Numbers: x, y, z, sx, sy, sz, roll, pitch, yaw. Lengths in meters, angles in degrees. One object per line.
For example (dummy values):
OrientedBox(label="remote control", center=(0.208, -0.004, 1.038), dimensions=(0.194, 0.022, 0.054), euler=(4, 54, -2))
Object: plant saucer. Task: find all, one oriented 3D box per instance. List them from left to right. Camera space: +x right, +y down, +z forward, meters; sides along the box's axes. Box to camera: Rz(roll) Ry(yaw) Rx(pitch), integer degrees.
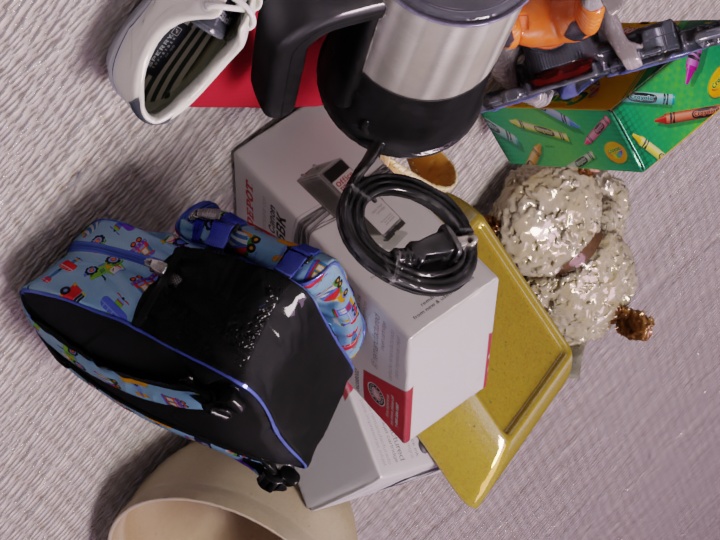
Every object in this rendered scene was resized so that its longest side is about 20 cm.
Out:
OrientedBox(label="plant saucer", center=(0.088, 0.051, 1.783), dimensions=(0.048, 0.201, 0.200), euler=(-25, -165, 38))

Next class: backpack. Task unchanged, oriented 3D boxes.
OrientedBox(label="backpack", center=(-0.115, 0.034, 1.498), dimensions=(0.135, 0.199, 0.183), euler=(-62, 157, -16))

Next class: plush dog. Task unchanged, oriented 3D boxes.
OrientedBox(label="plush dog", center=(0.168, -0.021, 1.956), dimensions=(0.200, 0.160, 0.172), euler=(-44, 133, -8))

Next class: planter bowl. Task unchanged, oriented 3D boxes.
OrientedBox(label="planter bowl", center=(-0.085, 0.203, 1.817), dimensions=(0.201, 0.199, 0.135), euler=(104, 9, -47))

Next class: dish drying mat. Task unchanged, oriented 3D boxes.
OrientedBox(label="dish drying mat", center=(-0.071, -0.142, 1.498), dimensions=(0.199, 0.018, 0.077), euler=(-5, 131, -56))

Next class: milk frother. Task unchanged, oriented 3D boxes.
OrientedBox(label="milk frother", center=(0.044, -0.114, 1.427), dimensions=(0.180, 0.200, 0.188), euler=(-34, 167, -20))

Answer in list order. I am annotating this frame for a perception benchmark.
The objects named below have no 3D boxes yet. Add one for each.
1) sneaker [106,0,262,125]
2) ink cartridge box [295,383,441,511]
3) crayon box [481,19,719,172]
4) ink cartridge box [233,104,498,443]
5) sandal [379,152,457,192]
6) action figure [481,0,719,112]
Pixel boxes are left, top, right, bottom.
OrientedBox(label="sneaker", center=(-0.078, -0.171, 1.353), dimensions=(0.073, 0.071, 0.201), euler=(20, 113, -34))
OrientedBox(label="ink cartridge box", center=(0.022, 0.093, 1.792), dimensions=(0.083, 0.146, 0.199), euler=(-28, 169, 36))
OrientedBox(label="crayon box", center=(0.192, -0.135, 1.750), dimensions=(0.119, 0.200, 0.058), euler=(-39, 110, -19))
OrientedBox(label="ink cartridge box", center=(0.000, 0.000, 1.609), dimensions=(0.083, 0.200, 0.147), euler=(-33, 152, -21))
OrientedBox(label="sandal", center=(0.038, -0.077, 1.682), dimensions=(0.213, 0.069, 0.078), euler=(94, 3, -50))
OrientedBox(label="action figure", center=(0.161, -0.186, 1.625), dimensions=(0.198, 0.106, 0.193), euler=(-14, 171, 9))
